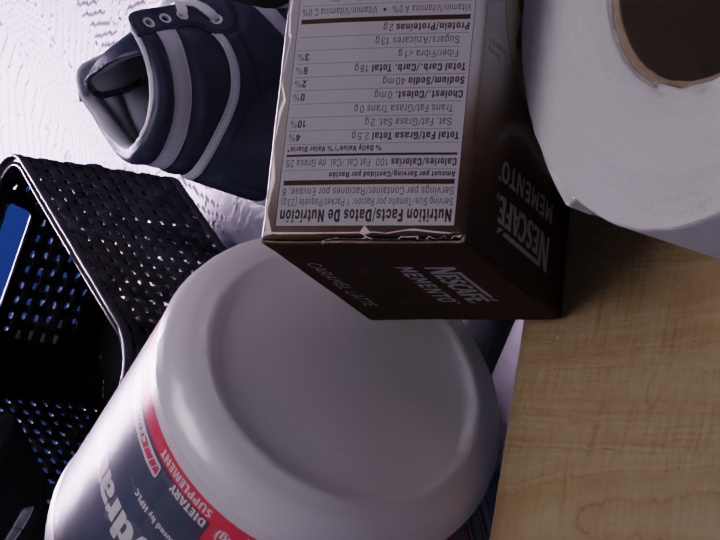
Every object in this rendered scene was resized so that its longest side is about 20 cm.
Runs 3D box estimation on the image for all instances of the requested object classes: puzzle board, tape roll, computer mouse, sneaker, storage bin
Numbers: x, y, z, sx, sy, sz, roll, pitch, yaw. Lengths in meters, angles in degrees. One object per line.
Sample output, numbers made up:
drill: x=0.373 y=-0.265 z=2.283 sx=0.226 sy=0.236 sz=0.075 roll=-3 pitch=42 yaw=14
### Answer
puzzle board: x=0.119 y=0.041 z=0.959 sx=0.200 sy=0.017 sz=0.151 roll=-6 pitch=71 yaw=54
tape roll: x=0.139 y=-0.100 z=0.910 sx=0.202 sy=0.071 sz=0.203 roll=-29 pitch=54 yaw=49
computer mouse: x=-0.191 y=0.165 z=1.256 sx=0.141 sy=0.046 sz=0.200 roll=-52 pitch=15 yaw=32
sneaker: x=-0.076 y=-0.128 z=1.313 sx=0.070 sy=0.108 sz=0.201 roll=-42 pitch=46 yaw=50
storage bin: x=-0.122 y=0.047 z=1.352 sx=0.200 sy=0.093 sz=0.136 roll=54 pitch=129 yaw=51

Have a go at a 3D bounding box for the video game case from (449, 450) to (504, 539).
video game case: x=0.073 y=0.128 z=1.045 sx=0.200 sy=0.018 sz=0.144 roll=-53 pitch=38 yaw=43

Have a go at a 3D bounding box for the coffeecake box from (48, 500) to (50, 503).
coffeecake box: x=-0.215 y=0.188 z=1.379 sx=0.073 sy=0.199 sz=0.154 roll=-39 pitch=48 yaw=55

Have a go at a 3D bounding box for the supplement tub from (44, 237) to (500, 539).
supplement tub: x=-0.043 y=0.092 z=1.109 sx=0.200 sy=0.140 sz=0.141 roll=125 pitch=144 yaw=-48

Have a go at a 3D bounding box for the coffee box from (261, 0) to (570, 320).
coffee box: x=0.029 y=-0.091 z=1.012 sx=0.079 sy=0.114 sz=0.201 roll=0 pitch=76 yaw=22

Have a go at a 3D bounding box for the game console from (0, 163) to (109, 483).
game console: x=-0.183 y=0.066 z=1.557 sx=0.171 sy=0.118 sz=0.201 roll=84 pitch=-177 yaw=-67

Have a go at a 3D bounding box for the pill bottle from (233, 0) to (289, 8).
pill bottle: x=-0.062 y=-0.177 z=1.202 sx=0.116 sy=0.199 sz=0.117 roll=-29 pitch=56 yaw=57
